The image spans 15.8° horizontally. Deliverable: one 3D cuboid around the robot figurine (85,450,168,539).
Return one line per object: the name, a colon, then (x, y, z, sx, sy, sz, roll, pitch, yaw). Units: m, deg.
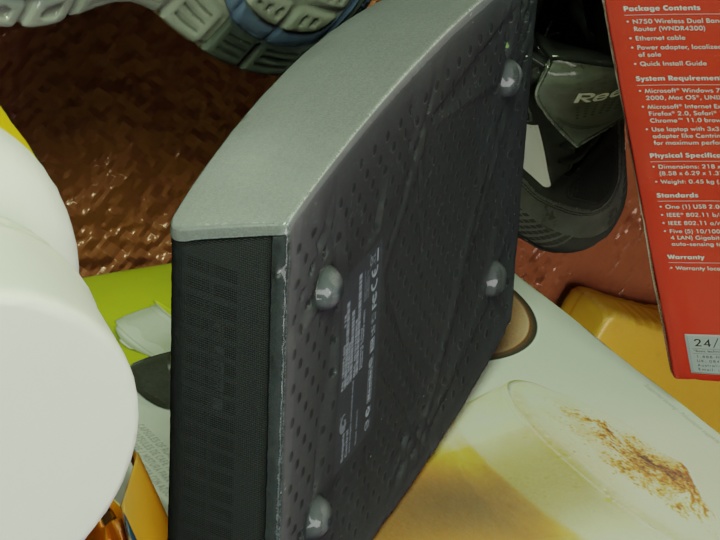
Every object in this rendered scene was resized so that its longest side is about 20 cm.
robot figurine: (-0.100, 0.074, 0.718, 0.058, 0.201, 0.145, -14, 162, -38)

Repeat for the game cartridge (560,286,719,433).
game cartridge: (0.114, 0.101, 1.048, 0.199, 0.032, 0.177, 15, 109, -43)

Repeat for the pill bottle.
pill bottle: (-0.135, -0.013, 0.615, 0.114, 0.200, 0.115, -19, 135, -21)

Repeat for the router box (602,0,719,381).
router box: (0.125, -0.098, 0.809, 0.180, 0.049, 0.201, 74, 26, -43)

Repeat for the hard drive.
hard drive: (0.000, 0.000, 0.706, 0.200, 0.042, 0.136, -50, 147, -58)

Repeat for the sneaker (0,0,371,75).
sneaker: (-0.078, -0.108, 0.683, 0.075, 0.087, 0.200, -54, 145, 14)

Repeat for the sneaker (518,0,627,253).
sneaker: (0.061, -0.066, 0.830, 0.066, 0.090, 0.200, -40, 137, -17)

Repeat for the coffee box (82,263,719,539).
coffee box: (-0.007, 0.124, 0.832, 0.197, 0.200, 0.201, -10, 125, -36)
